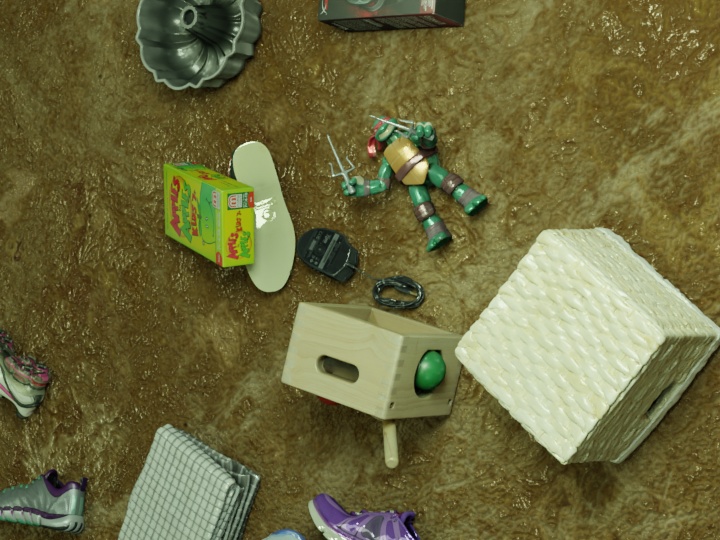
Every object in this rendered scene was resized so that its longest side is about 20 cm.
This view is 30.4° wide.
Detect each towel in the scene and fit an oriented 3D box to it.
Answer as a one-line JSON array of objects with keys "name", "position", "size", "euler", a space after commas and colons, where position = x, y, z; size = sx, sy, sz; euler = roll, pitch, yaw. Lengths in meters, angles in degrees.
[{"name": "towel", "position": [-0.235, 0.329, 1.810], "size": [0.165, 0.085, 0.201], "euler": [28, 104, 34]}]

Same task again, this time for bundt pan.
[{"name": "bundt pan", "position": [-0.217, -0.345, 1.844], "size": [0.201, 0.076, 0.203], "euler": [-3, 85, 33]}]

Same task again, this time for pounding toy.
[{"name": "pounding toy", "position": [0.023, 0.132, 1.583], "size": [0.199, 0.184, 0.143], "euler": [17, 96, 34]}]

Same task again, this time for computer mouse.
[{"name": "computer mouse", "position": [0.000, 0.000, 1.705], "size": [0.199, 0.034, 0.059], "euler": [29, 86, 27]}]

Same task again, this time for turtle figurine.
[{"name": "turtle figurine", "position": [0.059, -0.130, 1.628], "size": [0.200, 0.101, 0.150], "euler": [49, 129, 10]}]

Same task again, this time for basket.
[{"name": "basket", "position": [0.246, 0.079, 1.451], "size": [0.200, 0.160, 0.199], "euler": [46, 112, 29]}]

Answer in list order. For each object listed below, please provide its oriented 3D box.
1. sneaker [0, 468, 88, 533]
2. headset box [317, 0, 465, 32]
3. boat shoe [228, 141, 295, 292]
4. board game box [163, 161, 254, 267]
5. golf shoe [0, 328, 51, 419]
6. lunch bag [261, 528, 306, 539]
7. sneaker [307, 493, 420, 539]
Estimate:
[{"name": "sneaker", "position": [-0.493, 0.342, 2.002], "size": [0.199, 0.074, 0.088], "euler": [4, 75, 25]}, {"name": "headset box", "position": [0.051, -0.384, 1.664], "size": [0.199, 0.077, 0.150], "euler": [5, 90, 36]}, {"name": "boat shoe", "position": [-0.133, -0.072, 1.781], "size": [0.073, 0.063, 0.203], "euler": [-11, 93, -9]}, {"name": "board game box", "position": [-0.206, -0.078, 1.777], "size": [0.200, 0.047, 0.102], "euler": [25, 119, 56]}, {"name": "golf shoe", "position": [-0.566, 0.150, 2.052], "size": [0.200, 0.072, 0.093], "euler": [35, 107, 31]}, {"name": "lunch bag", "position": [-0.118, 0.441, 1.711], "size": [0.200, 0.076, 0.160], "euler": [-40, 90, 27]}, {"name": "sneaker", "position": [0.026, 0.326, 1.649], "size": [0.199, 0.081, 0.084], "euler": [25, 84, 26]}]
